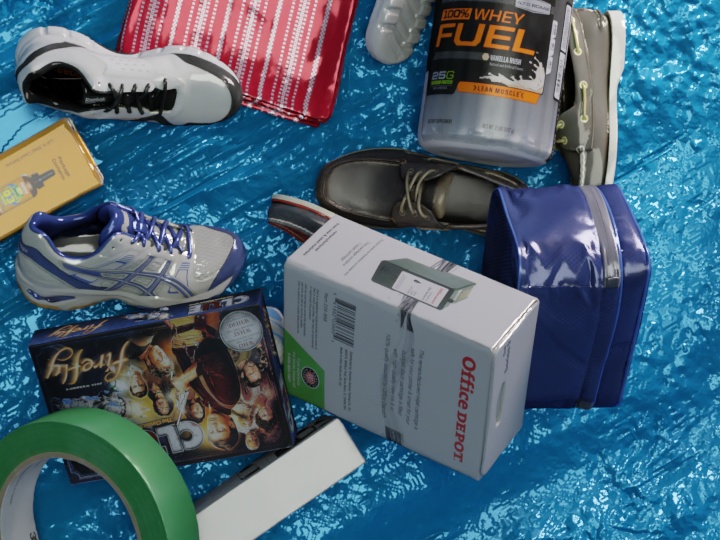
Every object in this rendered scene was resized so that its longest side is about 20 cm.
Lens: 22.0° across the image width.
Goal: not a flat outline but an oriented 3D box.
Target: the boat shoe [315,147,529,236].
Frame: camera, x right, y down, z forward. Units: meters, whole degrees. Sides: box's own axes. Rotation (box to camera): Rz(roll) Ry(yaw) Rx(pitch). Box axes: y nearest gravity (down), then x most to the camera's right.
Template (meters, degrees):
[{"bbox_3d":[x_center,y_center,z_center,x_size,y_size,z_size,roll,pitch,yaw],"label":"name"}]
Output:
[{"bbox_3d":[0.061,-0.071,1.631,0.198,0.073,0.075,3,87,-9],"label":"boat shoe"}]

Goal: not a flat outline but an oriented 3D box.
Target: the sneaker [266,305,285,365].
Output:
[{"bbox_3d":[-0.159,0.066,1.605,0.198,0.073,0.072,-4,117,3],"label":"sneaker"}]

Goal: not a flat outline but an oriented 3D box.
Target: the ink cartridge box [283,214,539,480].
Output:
[{"bbox_3d":[0.039,0.064,1.534,0.199,0.147,0.084,23,43,23],"label":"ink cartridge box"}]

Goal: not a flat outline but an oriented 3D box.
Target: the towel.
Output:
[{"bbox_3d":[-0.105,-0.221,1.637,0.199,0.022,0.146,16,85,-8],"label":"towel"}]

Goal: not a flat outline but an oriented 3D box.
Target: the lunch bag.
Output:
[{"bbox_3d":[0.177,0.030,1.592,0.131,0.136,0.201,-1,131,-7],"label":"lunch bag"}]

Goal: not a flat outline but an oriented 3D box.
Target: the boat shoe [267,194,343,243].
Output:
[{"bbox_3d":[0.000,0.000,1.625,0.199,0.071,0.063,30,87,-11],"label":"boat shoe"}]

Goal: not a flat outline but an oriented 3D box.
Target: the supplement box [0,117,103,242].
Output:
[{"bbox_3d":[-0.319,-0.054,1.577,0.199,0.069,0.067,-30,94,-7],"label":"supplement box"}]

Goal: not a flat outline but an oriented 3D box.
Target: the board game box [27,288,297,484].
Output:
[{"bbox_3d":[-0.165,0.099,1.561,0.198,0.035,0.136,-11,112,7],"label":"board game box"}]

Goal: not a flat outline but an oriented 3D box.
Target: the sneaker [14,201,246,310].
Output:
[{"bbox_3d":[-0.191,-0.016,1.570,0.198,0.088,0.076,-7,51,-16],"label":"sneaker"}]

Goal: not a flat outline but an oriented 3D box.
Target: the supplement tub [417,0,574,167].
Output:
[{"bbox_3d":[0.121,-0.197,1.620,0.122,0.123,0.202,8,87,-8],"label":"supplement tub"}]

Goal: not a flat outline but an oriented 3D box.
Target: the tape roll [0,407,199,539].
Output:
[{"bbox_3d":[-0.228,0.216,1.535,0.199,0.048,0.202,6,103,27],"label":"tape roll"}]

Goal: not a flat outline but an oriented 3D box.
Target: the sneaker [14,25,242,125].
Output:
[{"bbox_3d":[-0.200,-0.152,1.583,0.198,0.080,0.074,7,119,-5],"label":"sneaker"}]

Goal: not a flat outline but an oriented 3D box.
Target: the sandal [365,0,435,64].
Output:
[{"bbox_3d":[0.046,-0.284,1.646,0.050,0.082,0.204,22,85,36],"label":"sandal"}]

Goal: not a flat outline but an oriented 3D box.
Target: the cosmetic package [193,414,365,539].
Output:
[{"bbox_3d":[-0.095,0.198,1.595,0.199,0.083,0.051,-34,91,-9],"label":"cosmetic package"}]

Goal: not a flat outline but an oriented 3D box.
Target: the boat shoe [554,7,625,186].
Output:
[{"bbox_3d":[0.198,-0.135,1.657,0.060,0.072,0.203,6,81,-7],"label":"boat shoe"}]
